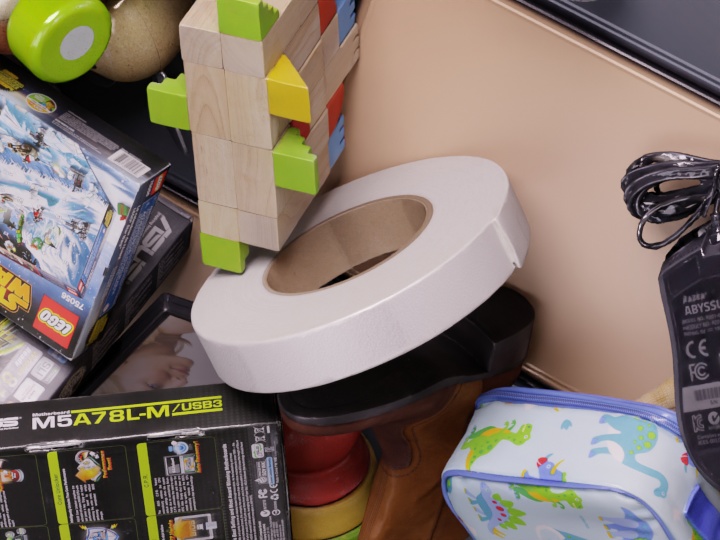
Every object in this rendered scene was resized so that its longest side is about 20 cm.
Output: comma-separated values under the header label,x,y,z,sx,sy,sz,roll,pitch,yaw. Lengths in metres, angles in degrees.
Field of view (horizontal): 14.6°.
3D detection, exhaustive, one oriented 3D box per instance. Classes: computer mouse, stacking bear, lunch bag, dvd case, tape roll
label,x,y,z,sx,sy,sz,roll,pitch,yaw
computer mouse,0.221,0.028,1.560,0.138,0.053,0.200,-6,88,36
stacking bear,-0.040,0.133,1.768,0.114,0.121,0.200,-6,134,-11
lunch bag,0.154,0.155,1.666,0.161,0.082,0.200,4,143,37
dvd case,-0.115,0.090,1.807,0.143,0.018,0.200,19,138,-27
tape roll,0.000,0.000,1.605,0.203,0.203,0.037,-11,115,34

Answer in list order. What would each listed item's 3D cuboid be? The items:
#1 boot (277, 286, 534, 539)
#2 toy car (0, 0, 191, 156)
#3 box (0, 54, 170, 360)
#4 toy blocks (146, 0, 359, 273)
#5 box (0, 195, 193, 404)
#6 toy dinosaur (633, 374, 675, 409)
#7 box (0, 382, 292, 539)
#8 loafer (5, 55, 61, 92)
label,x,y,z,sx,sy,sz,roll,pitch,yaw
boot,0.011,0.114,1.699,0.068,0.188,0.200,38,133,26
toy car,-0.160,-0.151,1.638,0.164,0.158,0.200,42,162,34
box,-0.220,-0.056,1.659,0.200,0.040,0.137,34,124,12
toy blocks,-0.046,-0.114,1.603,0.100,0.137,0.200,14,134,18
box,-0.224,0.005,1.730,0.161,0.200,0.049,33,154,9
toy dinosaur,0.224,0.055,1.628,0.101,0.058,0.200,51,124,9
box,-0.137,0.158,1.679,0.193,0.048,0.200,-5,130,0
loafer,-0.210,-0.100,1.731,0.200,0.063,0.072,61,142,15
